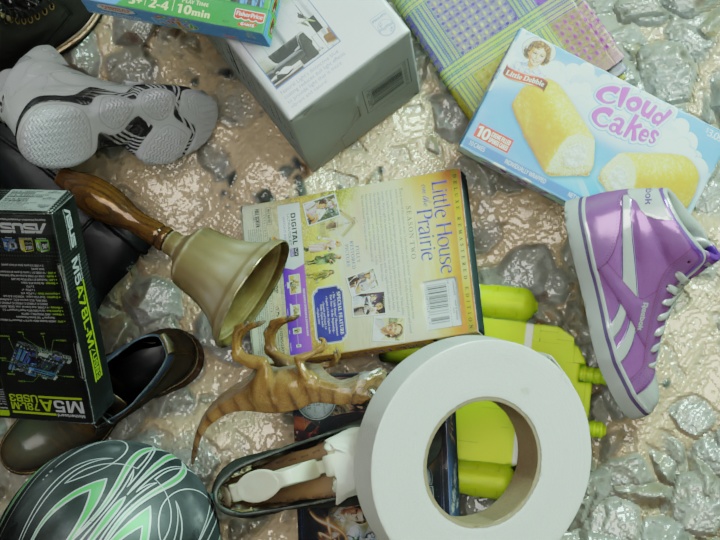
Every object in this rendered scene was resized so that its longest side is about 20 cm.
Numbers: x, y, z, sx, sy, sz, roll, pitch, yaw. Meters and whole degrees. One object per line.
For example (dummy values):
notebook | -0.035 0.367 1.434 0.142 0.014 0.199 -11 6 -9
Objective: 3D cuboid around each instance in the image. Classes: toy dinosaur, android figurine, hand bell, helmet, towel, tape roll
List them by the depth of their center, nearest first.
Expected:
tape roll | 0.092 0.151 1.518 0.203 0.037 0.203 -2 95 -24
helmet | -0.209 0.236 1.544 0.200 0.200 0.191 33 103 8
toy dinosaur | -0.079 0.095 1.558 0.200 0.060 0.106 -13 85 25
hand bell | -0.171 -0.030 1.577 0.200 0.104 0.104 31 86 12
android figurine | 0.112 0.103 1.601 0.200 0.041 0.182 8 83 8
towel | 0.124 -0.215 1.652 0.144 0.023 0.200 -34 80 0

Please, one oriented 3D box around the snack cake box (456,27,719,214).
snack cake box | 0.195 -0.108 1.593 0.200 0.067 0.115 27 90 0

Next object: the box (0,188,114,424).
box | -0.312 0.028 1.531 0.200 0.048 0.193 2 119 20

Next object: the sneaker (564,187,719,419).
sneaker | 0.244 0.027 1.544 0.114 0.073 0.201 -10 113 15

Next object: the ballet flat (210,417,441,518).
ballet flat | -0.032 0.166 1.535 0.200 0.068 0.068 -20 85 16

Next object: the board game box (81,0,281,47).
board game box | -0.121 -0.287 1.478 0.151 0.037 0.200 12 79 10

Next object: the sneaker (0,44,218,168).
sneaker | -0.225 -0.146 1.623 0.115 0.200 0.075 42 128 37

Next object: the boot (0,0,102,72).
boot | -0.288 -0.230 1.631 0.077 0.138 0.200 32 85 9

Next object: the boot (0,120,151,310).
boot | -0.299 -0.019 1.634 0.200 0.076 0.168 37 85 6

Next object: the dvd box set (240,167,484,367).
dvd box set | 0.000 0.000 1.606 0.200 0.029 0.146 -10 75 14

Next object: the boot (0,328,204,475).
boot | -0.231 0.106 1.600 0.200 0.097 0.075 -34 81 -1

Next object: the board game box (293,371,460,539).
board game box | 0.014 0.185 1.575 0.135 0.035 0.200 -3 89 17

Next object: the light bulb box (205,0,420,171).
light bulb box | -0.061 -0.213 1.578 0.125 0.198 0.200 -37 81 -3
